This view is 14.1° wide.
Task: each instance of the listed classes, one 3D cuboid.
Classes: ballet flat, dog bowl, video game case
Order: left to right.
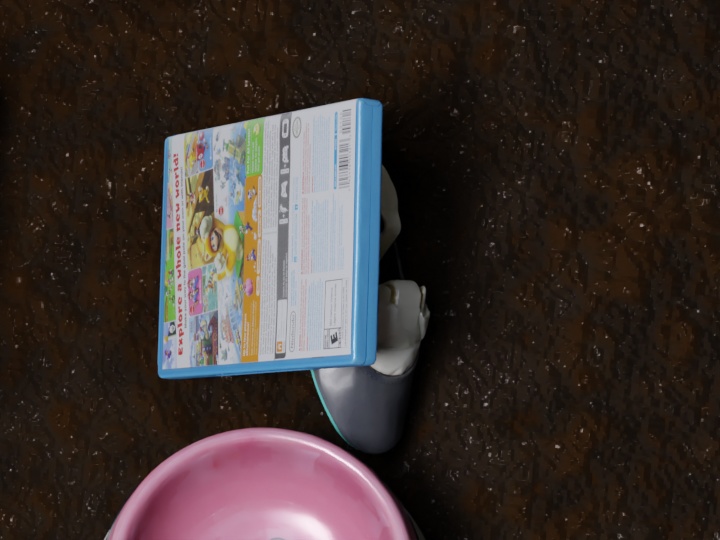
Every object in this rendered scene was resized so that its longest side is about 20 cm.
[{"bbox_3d":[-0.054,0.174,1.579,0.200,0.074,0.200,0,64,0],"label":"dog bowl"},{"bbox_3d":[-0.053,-0.014,1.626,0.200,0.018,0.143,-7,80,54],"label":"video game case"},{"bbox_3d":[0.000,0.000,1.621,0.073,0.073,0.200,-17,75,22],"label":"ballet flat"}]
